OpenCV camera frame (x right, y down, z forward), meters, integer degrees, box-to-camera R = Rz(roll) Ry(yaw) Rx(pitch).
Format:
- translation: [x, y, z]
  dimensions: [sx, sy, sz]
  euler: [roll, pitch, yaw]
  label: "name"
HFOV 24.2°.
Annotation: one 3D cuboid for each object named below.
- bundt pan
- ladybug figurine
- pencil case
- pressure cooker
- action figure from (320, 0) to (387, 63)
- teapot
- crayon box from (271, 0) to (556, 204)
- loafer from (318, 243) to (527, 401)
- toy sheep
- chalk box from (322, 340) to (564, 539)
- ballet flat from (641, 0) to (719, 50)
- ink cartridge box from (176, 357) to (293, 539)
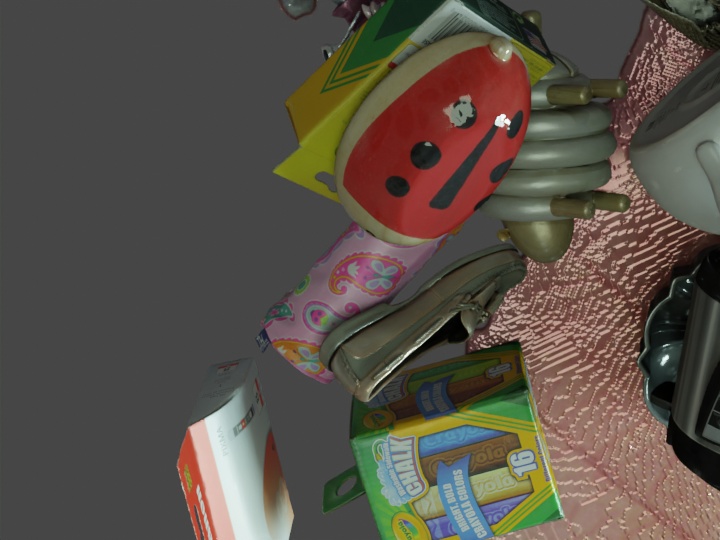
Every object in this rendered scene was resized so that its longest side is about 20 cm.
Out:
- translation: [0.329, 0.062, 1.420]
  dimensions: [0.200, 0.076, 0.204]
  euler: [0, 108, 1]
  label: "bundt pan"
- translation: [0.058, -0.090, 1.240]
  dimensions: [0.135, 0.072, 0.201]
  euler: [6, 135, -29]
  label: "ladybug figurine"
- translation: [0.000, 0.000, 1.403]
  dimensions: [0.087, 0.088, 0.200]
  euler: [38, 106, -11]
  label: "pencil case"
- translation: [0.333, 0.094, 1.301]
  dimensions: [0.177, 0.176, 0.202]
  euler: [1, 111, -17]
  label: "pressure cooker"
- translation: [0.037, -0.216, 1.338]
  dimensions: [0.148, 0.134, 0.201]
  euler: [17, 116, -39]
  label: "action figure"
- translation: [0.312, -0.090, 1.282]
  dimensions: [0.200, 0.197, 0.146]
  euler: [-42, 98, -10]
  label: "teapot"
- translation: [0.033, -0.132, 1.279]
  dimensions: [0.200, 0.051, 0.126]
  euler: [-41, 138, 24]
  label: "crayon box"
- translation: [0.062, 0.047, 1.387]
  dimensions: [0.199, 0.063, 0.072]
  euler: [-27, 151, -21]
  label: "loafer"
- translation: [0.145, -0.106, 1.341]
  dimensions: [0.136, 0.138, 0.202]
  euler: [0, 98, 1]
  label: "toy sheep"
- translation: [0.059, 0.158, 1.433]
  dimensions: [0.198, 0.125, 0.125]
  euler: [-15, 108, 5]
  label: "chalk box"
- translation: [0.228, -0.242, 1.337]
  dimensions: [0.199, 0.046, 0.068]
  euler: [37, 105, -11]
  label: "ballet flat"
- translation: [-0.102, 0.183, 1.404]
  dimensions: [0.050, 0.200, 0.164]
  euler: [-11, 108, 4]
  label: "ink cartridge box"
